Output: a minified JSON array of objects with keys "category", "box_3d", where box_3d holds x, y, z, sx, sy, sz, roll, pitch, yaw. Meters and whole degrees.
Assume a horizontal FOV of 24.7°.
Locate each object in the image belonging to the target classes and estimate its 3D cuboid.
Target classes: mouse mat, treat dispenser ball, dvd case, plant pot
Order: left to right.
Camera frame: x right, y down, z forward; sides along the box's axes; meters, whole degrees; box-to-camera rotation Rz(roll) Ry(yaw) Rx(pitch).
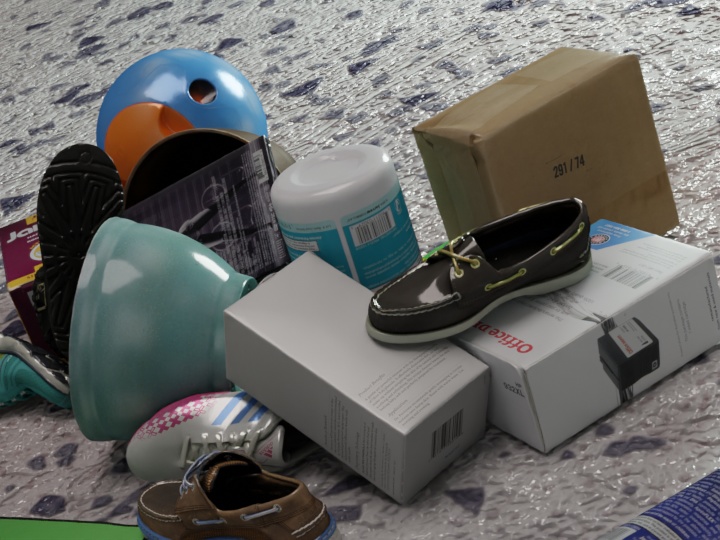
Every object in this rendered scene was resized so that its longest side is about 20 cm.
[{"category":"mouse mat","box_3d":[-0.282,0.252,1.337,0.199,0.008,0.161,-2,29,31]},{"category":"plant pot","box_3d":[-0.163,0.059,1.463,0.133,0.201,0.201,6,29,9]},{"category":"treat dispenser ball","box_3d":[-0.207,-0.157,1.918,0.200,0.202,0.201,-15,24,7]},{"category":"dvd case","box_3d":[-0.160,-0.027,1.601,0.199,0.016,0.149,-27,57,18]},{"category":"plant pot","box_3d":[-0.131,-0.072,1.742,0.186,0.188,0.200,-11,11,16]}]

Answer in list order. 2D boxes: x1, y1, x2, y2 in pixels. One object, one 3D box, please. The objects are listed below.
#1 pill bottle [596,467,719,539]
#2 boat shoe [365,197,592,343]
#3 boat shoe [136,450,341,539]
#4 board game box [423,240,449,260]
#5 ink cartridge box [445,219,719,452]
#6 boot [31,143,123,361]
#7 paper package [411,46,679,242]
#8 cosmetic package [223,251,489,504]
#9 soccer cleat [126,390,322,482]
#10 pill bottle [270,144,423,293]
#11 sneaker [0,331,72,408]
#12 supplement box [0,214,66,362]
[{"category":"pill bottle","box_3d":[0.225,0.180,0.995,0.199,0.112,0.112,-27,25,-17]},{"category":"boat shoe","box_3d":[0.093,-0.003,1.304,0.200,0.061,0.072,-21,42,-18]},{"category":"boat shoe","box_3d":[-0.102,0.178,1.283,0.199,0.073,0.072,0,30,36]},{"category":"board game box","box_3d":[0.157,-0.047,1.615,0.199,0.030,0.095,-28,13,-26]},{"category":"ink cartridge box","box_3d":[0.176,0.048,1.346,0.199,0.084,0.145,-29,27,-22]},{"category":"boot","box_3d":[-0.274,-0.013,1.577,0.079,0.213,0.158,2,1,-12]},{"category":"paper package","box_3d":[0.171,-0.083,1.498,0.199,0.192,0.103,-31,26,-26]},{"category":"cosmetic package","box_3d":[-0.005,0.081,1.318,0.200,0.085,0.107,33,50,31]},{"category":"soccer cleat","box_3d":[-0.102,0.139,1.372,0.199,0.070,0.086,-19,28,2]},{"category":"pill bottle","box_3d":[0.000,0.000,1.433,0.110,0.201,0.111,-14,24,6]},{"category":"sneaker","box_3d":[-0.349,0.107,1.636,0.199,0.077,0.080,15,78,37]},{"category":"supplement box","box_3d":[-0.306,0.006,1.762,0.130,0.104,0.200,-23,24,-8]}]
